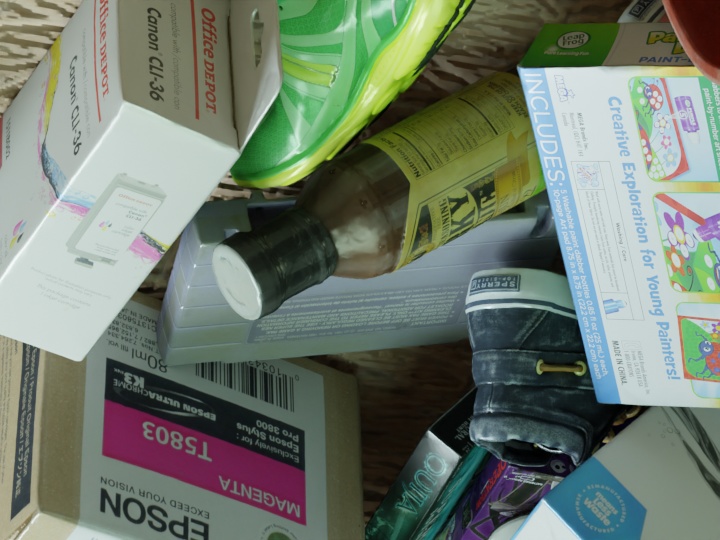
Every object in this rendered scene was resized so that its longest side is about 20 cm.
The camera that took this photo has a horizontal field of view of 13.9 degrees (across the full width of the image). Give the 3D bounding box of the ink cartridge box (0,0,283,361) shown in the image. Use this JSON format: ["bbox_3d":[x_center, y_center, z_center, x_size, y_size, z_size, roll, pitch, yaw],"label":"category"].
[{"bbox_3d":[-0.115,-0.068,1.405,0.067,0.117,0.200,22,128,-26],"label":"ink cartridge box"}]

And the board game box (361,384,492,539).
[{"bbox_3d":[0.040,0.127,1.618,0.028,0.135,0.200,39,131,11],"label":"board game box"}]

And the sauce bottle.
[{"bbox_3d":[0.018,-0.036,1.426,0.199,0.065,0.065,-29,142,-26],"label":"sauce bottle"}]

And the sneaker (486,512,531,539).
[{"bbox_3d":[0.165,0.193,1.539,0.199,0.116,0.076,4,139,-7],"label":"sneaker"}]

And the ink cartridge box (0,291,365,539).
[{"bbox_3d":[-0.097,0.106,1.545,0.199,0.165,0.075,22,134,-27],"label":"ink cartridge box"}]

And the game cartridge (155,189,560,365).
[{"bbox_3d":[0.000,0.000,1.514,0.199,0.039,0.130,-4,155,-17],"label":"game cartridge"}]

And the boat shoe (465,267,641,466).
[{"bbox_3d":[0.117,0.063,1.538,0.071,0.092,0.200,-4,166,38],"label":"boat shoe"}]

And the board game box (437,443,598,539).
[{"bbox_3d":[0.149,0.150,1.599,0.199,0.032,0.120,13,141,-15],"label":"board game box"}]

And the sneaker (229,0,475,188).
[{"bbox_3d":[-0.012,-0.113,1.418,0.084,0.074,0.200,44,134,2],"label":"sneaker"}]

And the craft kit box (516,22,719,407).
[{"bbox_3d":[0.189,-0.023,1.390,0.196,0.049,0.201,4,127,28],"label":"craft kit box"}]

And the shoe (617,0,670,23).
[{"bbox_3d":[0.175,-0.043,1.473,0.071,0.091,0.201,-34,140,-26],"label":"shoe"}]

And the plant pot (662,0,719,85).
[{"bbox_3d":[0.237,-0.193,1.284,0.194,0.201,0.202,-9,136,-10],"label":"plant pot"}]

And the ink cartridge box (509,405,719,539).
[{"bbox_3d":[0.185,0.116,1.506,0.200,0.116,0.067,-37,165,-32],"label":"ink cartridge box"}]

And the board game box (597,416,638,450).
[{"bbox_3d":[0.222,0.154,1.687,0.134,0.045,0.200,-5,142,35],"label":"board game box"}]
